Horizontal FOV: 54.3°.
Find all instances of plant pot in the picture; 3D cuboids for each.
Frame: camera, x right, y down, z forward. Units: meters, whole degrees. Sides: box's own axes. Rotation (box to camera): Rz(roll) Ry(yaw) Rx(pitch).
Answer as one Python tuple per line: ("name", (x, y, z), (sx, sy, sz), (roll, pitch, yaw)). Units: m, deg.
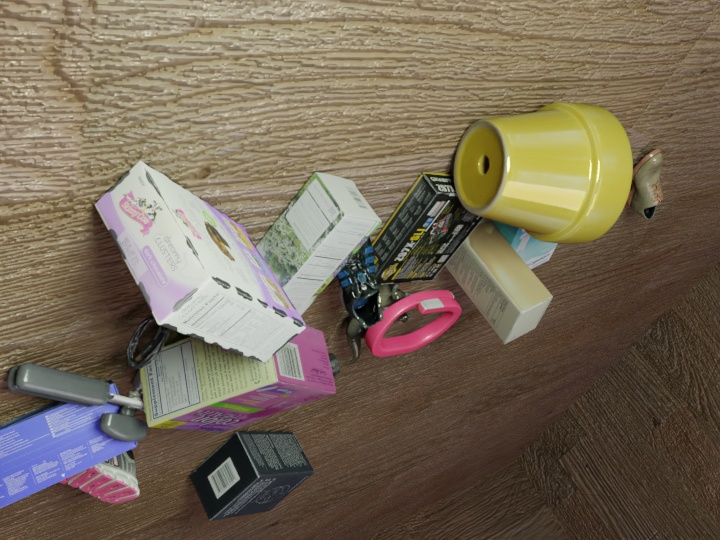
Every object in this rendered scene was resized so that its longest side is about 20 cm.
("plant pot", (0.244, -0.141, 0.995), (0.187, 0.202, 0.202), (1, 139, -26))

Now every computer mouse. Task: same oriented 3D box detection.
("computer mouse", (-0.216, 0.050, 0.895), (0.200, 0.059, 0.034), (-40, 176, -7))

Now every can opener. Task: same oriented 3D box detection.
("can opener", (-0.344, 0.166, 0.888), (0.052, 0.067, 0.199), (-16, 146, 38))

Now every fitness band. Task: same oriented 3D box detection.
("fitness band", (0.091, 0.092, 1.215), (0.199, 0.038, 0.144), (0, 140, -49))

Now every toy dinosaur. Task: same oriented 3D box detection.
("toy dinosaur", (0.018, 0.082, 1.231), (0.200, 0.077, 0.102), (-41, 141, 21))

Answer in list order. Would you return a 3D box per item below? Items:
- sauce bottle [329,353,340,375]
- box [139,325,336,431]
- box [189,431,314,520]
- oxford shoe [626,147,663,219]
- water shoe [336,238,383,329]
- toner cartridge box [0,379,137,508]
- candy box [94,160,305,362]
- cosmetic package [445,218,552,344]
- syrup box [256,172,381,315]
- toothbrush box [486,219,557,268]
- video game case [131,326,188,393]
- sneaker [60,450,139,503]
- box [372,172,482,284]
("sauce bottle", (-0.128, 0.201, 1.243), (0.199, 0.066, 0.066), (-22, 151, -25))
("box", (-0.163, 0.144, 0.959), (0.198, 0.098, 0.176), (-20, 159, 17))
("box", (-0.218, 0.416, 1.439), (0.148, 0.107, 0.200), (-43, 151, 14))
("oxford shoe", (0.603, -0.178, 1.451), (0.070, 0.075, 0.200), (-32, 153, -2))
("water shoe", (0.000, 0.000, 1.014), (0.071, 0.079, 0.201), (-28, 137, -12))
("toner cartridge box", (-0.410, 0.230, 0.932), (0.198, 0.096, 0.043), (-21, -173, -25))
("candy box", (-0.166, -0.003, 0.757), (0.071, 0.168, 0.200), (-40, 152, 7))
("cosmetic package", (0.224, 0.010, 1.184), (0.071, 0.201, 0.106), (-22, 151, -22))
("syrup box", (-0.074, -0.025, 0.924), (0.081, 0.079, 0.200), (5, 133, -52))
("toothbrush box", (0.288, -0.077, 1.244), (0.145, 0.086, 0.201), (-25, 151, -21))
("video game case", (-0.219, 0.099, 1.023), (0.181, 0.023, 0.201), (-6, 142, -44))
("sneaker", (-0.403, 0.268, 1.038), (0.073, 0.088, 0.200), (-29, 131, 11))
("box", (0.106, -0.062, 1.104), (0.159, 0.050, 0.201), (-2, 139, -43))
